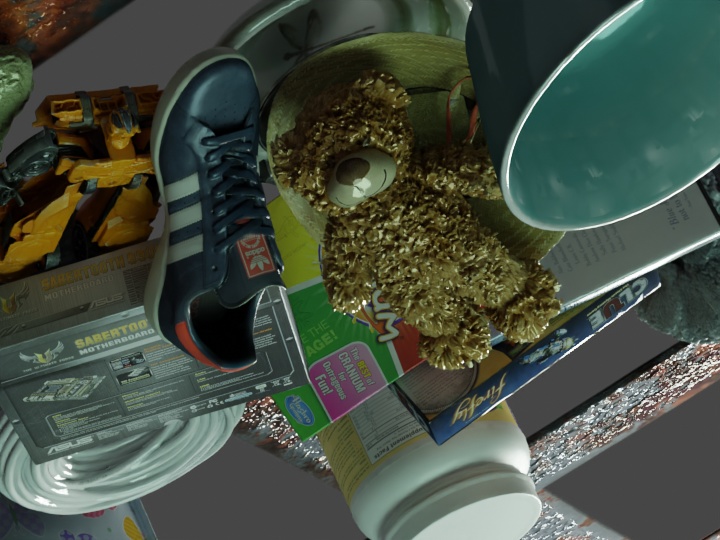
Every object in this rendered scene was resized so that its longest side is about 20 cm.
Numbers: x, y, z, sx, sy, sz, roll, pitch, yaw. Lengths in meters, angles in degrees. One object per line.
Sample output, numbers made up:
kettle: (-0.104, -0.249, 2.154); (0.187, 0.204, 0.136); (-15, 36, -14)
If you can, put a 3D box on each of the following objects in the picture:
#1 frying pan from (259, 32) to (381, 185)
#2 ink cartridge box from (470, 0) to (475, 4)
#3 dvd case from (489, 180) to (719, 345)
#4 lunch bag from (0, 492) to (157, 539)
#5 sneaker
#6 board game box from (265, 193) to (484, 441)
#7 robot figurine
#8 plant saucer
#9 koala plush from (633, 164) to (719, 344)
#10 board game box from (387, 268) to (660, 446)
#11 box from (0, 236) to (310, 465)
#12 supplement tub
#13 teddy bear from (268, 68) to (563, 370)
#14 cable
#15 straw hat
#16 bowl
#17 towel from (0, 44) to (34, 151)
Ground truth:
frying pan: (-0.044, -0.084, 1.465); (0.190, 0.031, 0.115); (-31, 152, 1)
ink cartridge box: (0.083, -0.200, 1.349); (0.084, 0.145, 0.200); (-34, 151, 7)
dvd case: (0.137, -0.045, 1.661); (0.199, 0.143, 0.018); (-25, 161, -1)
lunch bag: (-0.231, 0.261, 1.809); (0.169, 0.200, 0.127); (-2, 144, -36)
sneaker: (-0.076, -0.030, 1.376); (0.075, 0.084, 0.201); (-18, 129, -31)
board game box: (0.000, 0.000, 1.616); (0.200, 0.153, 0.040); (-35, -178, 15)
robot figurine: (-0.173, -0.053, 1.446); (0.144, 0.058, 0.200); (-8, 157, -26)
plant saucer: (-0.025, -0.135, 1.473); (0.199, 0.050, 0.200); (-20, 152, -11)
koala plush: (0.294, -0.049, 1.779); (0.200, 0.184, 0.178); (-21, 154, -35)
board game box: (0.096, 0.019, 1.690); (0.200, 0.136, 0.035); (-35, 142, -9)
box: (-0.143, 0.046, 1.531); (0.199, 0.048, 0.159); (-17, 148, -1)
supplement tub: (0.042, 0.121, 1.798); (0.145, 0.200, 0.146); (-20, 152, -11)
teddy bear: (0.033, -0.019, 1.375); (0.144, 0.067, 0.200); (-6, 126, 24)
cable: (-0.183, 0.104, 1.726); (0.200, 0.069, 0.200); (-41, 149, 27)
straw hat: (0.050, -0.086, 1.417); (0.200, 0.085, 0.202); (12, 132, 13)
bowl: (0.136, -0.127, 1.254); (0.200, 0.105, 0.201); (-24, 149, -16)
towel: (-0.289, -0.065, 1.386); (0.148, 0.037, 0.200); (-1, 143, -38)
